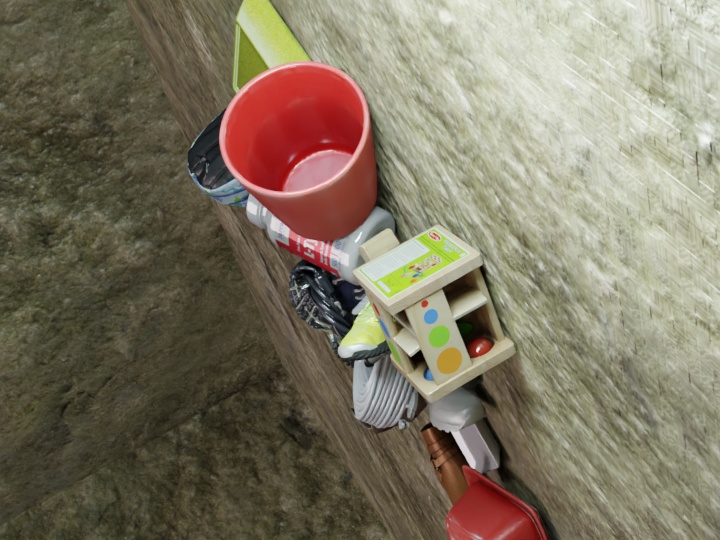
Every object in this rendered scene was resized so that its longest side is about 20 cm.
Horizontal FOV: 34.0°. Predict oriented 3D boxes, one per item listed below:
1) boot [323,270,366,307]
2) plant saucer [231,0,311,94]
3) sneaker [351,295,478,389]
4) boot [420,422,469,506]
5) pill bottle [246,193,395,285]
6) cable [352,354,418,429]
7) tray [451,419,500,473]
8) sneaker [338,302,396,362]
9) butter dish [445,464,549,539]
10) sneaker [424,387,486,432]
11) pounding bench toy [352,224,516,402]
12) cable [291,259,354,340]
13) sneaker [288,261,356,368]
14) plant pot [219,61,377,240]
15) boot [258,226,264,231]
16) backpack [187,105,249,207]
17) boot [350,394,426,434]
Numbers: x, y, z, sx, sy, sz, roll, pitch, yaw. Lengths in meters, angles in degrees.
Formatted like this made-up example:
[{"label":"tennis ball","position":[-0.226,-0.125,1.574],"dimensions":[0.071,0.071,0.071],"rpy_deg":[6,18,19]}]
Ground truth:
[{"label":"boot","position":[0.000,0.000,1.785],"dimensions":[0.091,0.073,0.199],"rpy_deg":[58,152,-8]},{"label":"plant saucer","position":[-0.138,-0.283,1.745],"dimensions":[0.201,0.047,0.201],"rpy_deg":[57,154,29]},{"label":"sneaker","position":[0.064,0.112,1.633],"dimensions":[0.200,0.115,0.075],"rpy_deg":[48,172,6]},{"label":"boot","position":[0.161,0.324,1.945],"dimensions":[0.200,0.076,0.157],"rpy_deg":[170,76,-87]},{"label":"pill bottle","position":[-0.059,-0.067,1.663],"dimensions":[0.199,0.113,0.113],"rpy_deg":[26,153,25]},{"label":"cable","position":[0.038,0.135,1.760],"dimensions":[0.200,0.068,0.202],"rpy_deg":[152,128,-75]},{"label":"tray","position":[0.174,0.256,1.800],"dimensions":[0.108,0.022,0.200],"rpy_deg":[60,170,9]},{"label":"sneaker","position":[0.030,0.052,1.529],"dimensions":[0.075,0.200,0.077],"rpy_deg":[-11,109,42]},{"label":"butter dish","position":[0.192,0.422,1.741],"dimensions":[0.199,0.147,0.202],"rpy_deg":[23,140,59]},{"label":"sneaker","position":[0.119,0.164,1.691],"dimensions":[0.200,0.076,0.081],"rpy_deg":[-137,29,-66]},{"label":"pounding bench toy","position":[0.078,0.045,1.435],"dimensions":[0.157,0.123,0.200],"rpy_deg":[66,169,-25]},{"label":"cable","position":[-0.037,0.052,1.727],"dimensions":[0.164,0.051,0.200],"rpy_deg":[50,177,3]},{"label":"sneaker","position":[-0.040,0.063,1.918],"dimensions":[0.077,0.086,0.201],"rpy_deg":[-28,103,40]},{"label":"plant pot","position":[-0.064,-0.140,1.534],"dimensions":[0.201,0.199,0.178],"rpy_deg":[56,177,30]},{"label":"boot","position":[-0.091,-0.113,1.783],"dimensions":[0.074,0.154,0.200],"rpy_deg":[62,170,1]},{"label":"backpack","position":[-0.184,-0.194,1.912],"dimensions":[0.164,0.199,0.154],"rpy_deg":[56,177,25]},{"label":"boot","position":[0.051,0.196,1.908],"dimensions":[0.071,0.145,0.200],"rpy_deg":[62,171,-13]}]
